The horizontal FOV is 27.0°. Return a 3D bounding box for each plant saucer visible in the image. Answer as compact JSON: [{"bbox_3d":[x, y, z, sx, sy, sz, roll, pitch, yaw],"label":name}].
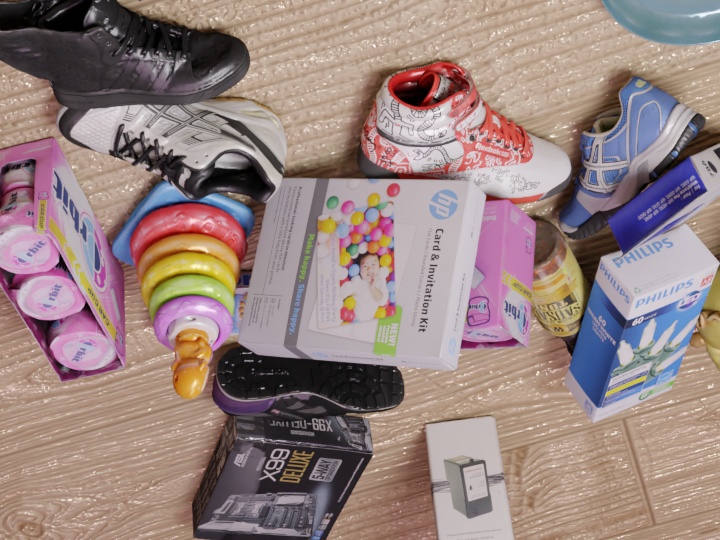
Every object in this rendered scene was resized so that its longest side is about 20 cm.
[{"bbox_3d":[0.282,-0.266,1.197,0.197,0.028,0.201,-5,139,-4],"label":"plant saucer"}]

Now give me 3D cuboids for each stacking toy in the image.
[{"bbox_3d":[-0.150,0.030,1.321,0.109,0.201,0.116,21,130,-30],"label":"stacking toy"}]

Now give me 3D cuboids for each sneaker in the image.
[{"bbox_3d":[-0.156,-0.106,1.254,0.197,0.088,0.076,6,139,-14],"label":"sneaker"},{"bbox_3d":[-0.192,-0.181,1.183,0.197,0.061,0.105,-7,144,3],"label":"sneaker"},{"bbox_3d":[0.102,-0.120,1.298,0.199,0.068,0.108,5,140,-11],"label":"sneaker"},{"bbox_3d":[0.231,-0.101,1.354,0.077,0.076,0.200,43,140,5],"label":"sneaker"},{"bbox_3d":[-0.055,0.120,1.553,0.197,0.077,0.088,5,152,-10],"label":"sneaker"}]

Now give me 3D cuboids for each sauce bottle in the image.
[{"bbox_3d":[0.200,0.027,1.483,0.065,0.067,0.200,-22,140,15],"label":"sauce bottle"}]

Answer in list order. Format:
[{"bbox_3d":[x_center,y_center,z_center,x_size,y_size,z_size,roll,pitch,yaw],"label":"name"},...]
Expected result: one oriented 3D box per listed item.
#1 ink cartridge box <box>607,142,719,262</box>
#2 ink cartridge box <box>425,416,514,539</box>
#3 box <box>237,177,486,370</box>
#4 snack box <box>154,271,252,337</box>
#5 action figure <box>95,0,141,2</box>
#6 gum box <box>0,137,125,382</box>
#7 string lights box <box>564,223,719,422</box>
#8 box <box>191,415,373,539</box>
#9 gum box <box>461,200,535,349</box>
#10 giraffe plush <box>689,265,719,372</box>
[{"bbox_3d":[0.284,-0.067,1.325,0.099,0.039,0.199,-40,172,30],"label":"ink cartridge box"},{"bbox_3d":[0.124,0.286,1.659,0.083,0.202,0.146,-7,139,1],"label":"ink cartridge box"},{"bbox_3d":[0.000,0.000,1.293,0.198,0.158,0.041,4,163,27],"label":"box"},{"bbox_3d":[-0.103,0.032,1.465,0.197,0.025,0.072,-2,139,-8],"label":"snack box"},{"bbox_3d":[-0.172,-0.257,1.098,0.130,0.070,0.199,-39,134,23],"label":"action figure"},{"bbox_3d":[-0.269,-0.010,1.320,0.065,0.114,0.201,-13,139,5],"label":"gum box"},{"bbox_3d":[0.271,0.054,1.464,0.102,0.059,0.201,-20,145,-20],"label":"string lights box"},{"bbox_3d":[-0.090,0.233,1.674,0.156,0.050,0.201,8,136,-18],"label":"box"},{"bbox_3d":[0.051,0.009,1.339,0.198,0.115,0.066,-4,161,30],"label":"gum box"},{"bbox_3d":[0.397,0.029,1.472,0.198,0.175,0.162,7,159,-33],"label":"giraffe plush"}]
